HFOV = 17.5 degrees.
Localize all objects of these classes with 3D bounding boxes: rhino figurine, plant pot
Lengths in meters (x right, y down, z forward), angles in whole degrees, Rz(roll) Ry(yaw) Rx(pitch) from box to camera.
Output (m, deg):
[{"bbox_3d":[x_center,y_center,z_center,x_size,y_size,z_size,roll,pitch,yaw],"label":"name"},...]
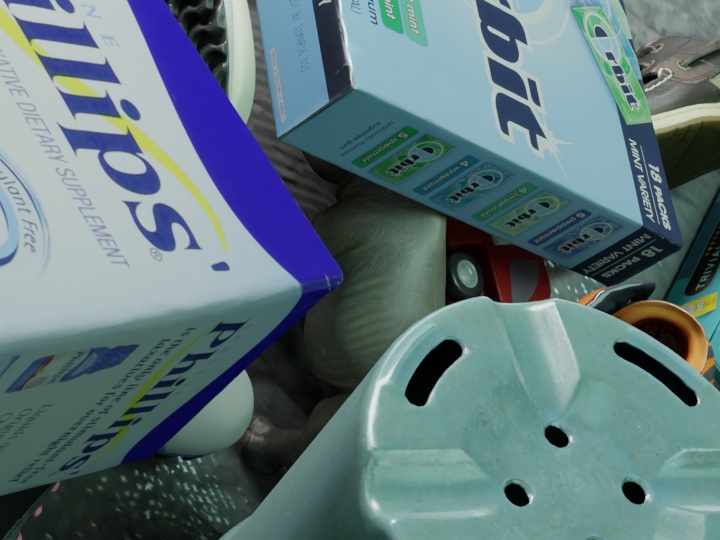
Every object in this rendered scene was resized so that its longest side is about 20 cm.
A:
[{"bbox_3d":[0.000,0.000,0.930,0.060,0.087,0.201,16,65,-44],"label":"rhino figurine"},{"bbox_3d":[0.034,0.123,0.788,0.199,0.196,0.201,13,48,-15],"label":"plant pot"}]

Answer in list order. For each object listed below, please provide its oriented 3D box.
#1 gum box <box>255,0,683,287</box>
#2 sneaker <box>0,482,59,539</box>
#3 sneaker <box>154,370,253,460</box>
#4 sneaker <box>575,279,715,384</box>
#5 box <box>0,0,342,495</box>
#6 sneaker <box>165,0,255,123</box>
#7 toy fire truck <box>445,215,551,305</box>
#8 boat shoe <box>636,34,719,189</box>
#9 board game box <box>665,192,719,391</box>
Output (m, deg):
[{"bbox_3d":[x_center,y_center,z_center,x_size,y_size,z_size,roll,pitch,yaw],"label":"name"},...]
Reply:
[{"bbox_3d":[0.039,-0.100,0.937,0.200,0.044,0.170,21,49,-43],"label":"gum box"},{"bbox_3d":[-0.140,0.082,0.761,0.200,0.079,0.096,-32,107,-37],"label":"sneaker"},{"bbox_3d":[-0.099,-0.008,0.838,0.200,0.072,0.072,51,43,-24],"label":"sneaker"},{"bbox_3d":[0.115,0.047,0.977,0.200,0.112,0.078,-23,80,-49],"label":"sneaker"},{"bbox_3d":[-0.137,-0.031,0.665,0.200,0.105,0.184,-10,63,-55],"label":"box"},{"bbox_3d":[-0.067,-0.115,0.880,0.093,0.070,0.200,24,34,-50],"label":"sneaker"},{"bbox_3d":[0.051,-0.061,1.026,0.141,0.049,0.201,-3,73,-47],"label":"toy fire truck"},{"bbox_3d":[0.153,-0.081,1.151,0.200,0.073,0.065,-16,67,-43],"label":"boat shoe"},{"bbox_3d":[0.227,0.036,1.198,0.151,0.047,0.200,53,44,-20],"label":"board game box"}]
